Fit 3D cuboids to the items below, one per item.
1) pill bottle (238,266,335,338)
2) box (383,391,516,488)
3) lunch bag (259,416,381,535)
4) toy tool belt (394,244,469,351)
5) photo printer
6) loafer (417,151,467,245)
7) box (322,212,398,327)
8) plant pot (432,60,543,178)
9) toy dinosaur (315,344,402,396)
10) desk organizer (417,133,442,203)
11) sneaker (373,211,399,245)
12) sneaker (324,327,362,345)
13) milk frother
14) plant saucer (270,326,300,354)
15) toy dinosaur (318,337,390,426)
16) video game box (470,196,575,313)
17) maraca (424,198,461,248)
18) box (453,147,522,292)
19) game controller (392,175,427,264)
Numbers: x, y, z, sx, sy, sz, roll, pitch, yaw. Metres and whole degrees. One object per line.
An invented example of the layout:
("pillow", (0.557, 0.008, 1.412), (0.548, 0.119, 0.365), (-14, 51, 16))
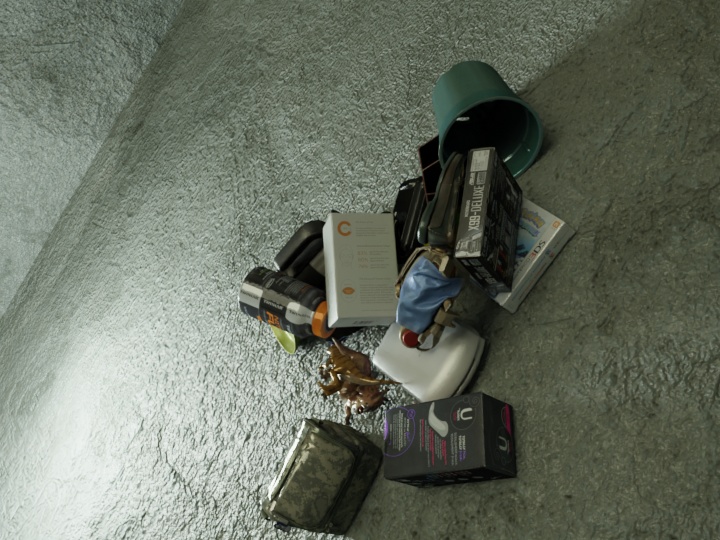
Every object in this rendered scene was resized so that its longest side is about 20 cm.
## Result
("pill bottle", (-0.141, 0.070, 1.428), (0.199, 0.106, 0.107), (19, 81, 26))
("box", (0.147, 0.287, 1.183), (0.199, 0.106, 0.123), (-19, 57, 37))
("lunch bag", (-0.082, 0.380, 1.313), (0.139, 0.167, 0.201), (26, 87, 49))
("toy tool belt", (0.109, 0.055, 1.188), (0.123, 0.124, 0.202), (-49, -18, -73))
("photo printer", (0.129, 0.154, 1.305), (0.200, 0.069, 0.167), (33, 92, 49))
("loafer", (0.156, -0.118, 1.206), (0.062, 0.072, 0.201), (15, 57, 18))
("box", (0.000, 0.000, 1.346), (0.097, 0.123, 0.202), (132, 136, -71))
("plant pot", (0.231, -0.299, 1.384), (0.200, 0.200, 0.197), (-37, 38, 24))
("toy dinosaur", (-0.027, 0.192, 1.327), (0.106, 0.061, 0.199), (-45, 40, -13))
("desk organizer", (0.176, -0.177, 1.441), (0.071, 0.077, 0.202), (-29, 50, 30))
("sneaker", (0.018, -0.044, 1.452), (0.111, 0.077, 0.201), (-35, 18, 48))
("sneaker", (-0.005, 0.075, 1.494), (0.200, 0.078, 0.070), (-41, 38, -10))
("milk frother", (-0.071, 0.002, 1.551), (0.188, 0.180, 0.200), (-45, 77, 17))
("plant saucer", (-0.180, 0.090, 1.598), (0.031, 0.202, 0.200), (-22, 36, -22))
("toy dinosaur", (-0.005, 0.214, 1.395), (0.135, 0.086, 0.201), (-32, 45, 29))
("video game box", (0.265, -0.048, 1.305), (0.183, 0.047, 0.200), (-53, 42, 5))
("maraca", (0.158, -0.076, 1.298), (0.200, 0.107, 0.137), (-51, -3, -10))
("box", (0.223, -0.083, 1.210), (0.049, 0.158, 0.202), (-2, 67, 31))
("game controller", (0.101, -0.109, 1.515), (0.104, 0.042, 0.202), (-10, 60, 58))
